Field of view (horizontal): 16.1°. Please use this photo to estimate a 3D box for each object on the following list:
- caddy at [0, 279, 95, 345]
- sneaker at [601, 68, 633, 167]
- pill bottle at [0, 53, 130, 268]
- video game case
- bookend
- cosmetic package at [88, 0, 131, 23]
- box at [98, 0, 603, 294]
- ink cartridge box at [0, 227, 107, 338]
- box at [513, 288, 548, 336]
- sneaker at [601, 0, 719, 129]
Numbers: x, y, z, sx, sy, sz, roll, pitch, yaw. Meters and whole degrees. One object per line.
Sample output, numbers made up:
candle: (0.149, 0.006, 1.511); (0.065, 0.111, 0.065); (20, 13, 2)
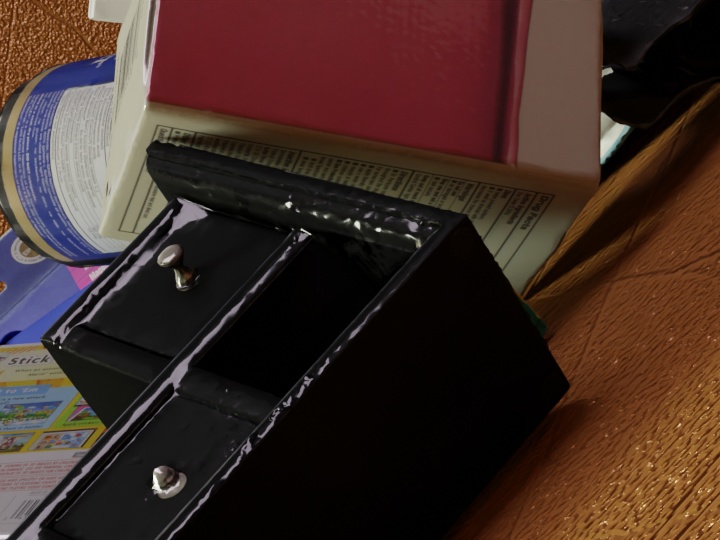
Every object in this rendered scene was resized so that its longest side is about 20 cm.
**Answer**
caddy: (-0.135, 0.088, 1.310); (0.105, 0.142, 0.200); (-38, 8, 15)
sneaker: (0.083, -0.075, 1.300); (0.077, 0.081, 0.200); (-47, 9, -37)
pill bottle: (-0.092, -0.062, 1.311); (0.199, 0.112, 0.112); (-5, 34, 46)
video game case: (-0.141, 0.080, 1.121); (0.199, 0.023, 0.182); (-5, 25, 24)
bookend: (-0.063, 0.061, 0.955); (0.199, 0.092, 0.200); (-47, 35, -20)
cosmetic package: (-0.026, -0.156, 1.266); (0.108, 0.199, 0.085); (-65, -17, -78)
box: (-0.005, -0.072, 1.117); (0.128, 0.199, 0.110); (121, 155, -61)
ink cartridge box: (-0.183, 0.065, 1.563); (0.196, 0.200, 0.043); (-41, 47, 14)
box: (-0.013, 0.074, 1.107); (0.117, 0.048, 0.200); (-48, 11, -32)
sneaker: (0.170, -0.123, 1.182); (0.199, 0.060, 0.104); (-24, 25, -27)
